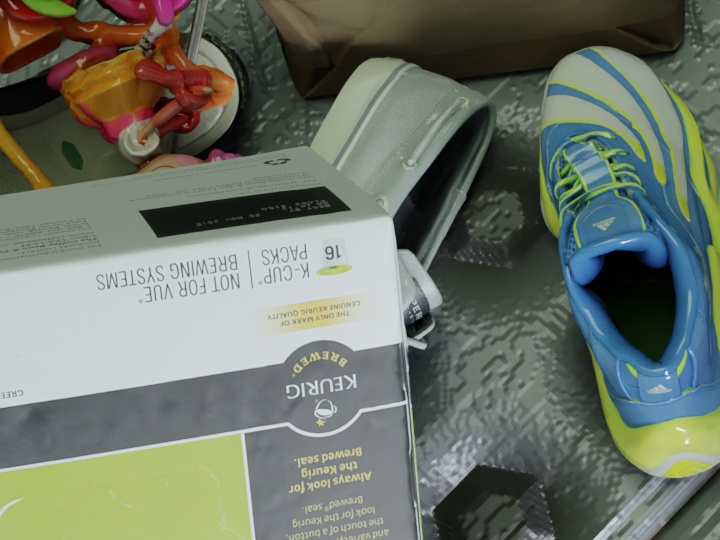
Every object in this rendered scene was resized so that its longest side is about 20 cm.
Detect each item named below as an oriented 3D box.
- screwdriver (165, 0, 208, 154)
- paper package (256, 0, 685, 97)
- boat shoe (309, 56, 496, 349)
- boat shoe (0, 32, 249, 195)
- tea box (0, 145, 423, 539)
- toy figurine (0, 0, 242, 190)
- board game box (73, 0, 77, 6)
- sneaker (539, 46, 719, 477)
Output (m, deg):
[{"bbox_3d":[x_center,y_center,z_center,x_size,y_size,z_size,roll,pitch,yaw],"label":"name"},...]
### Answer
[{"bbox_3d":[-0.089,-0.032,1.024,0.029,0.028,0.201,7,91,-10],"label":"screwdriver"},{"bbox_3d":[0.045,-0.195,1.068,0.189,0.104,0.201,-7,63,13],"label":"paper package"},{"bbox_3d":[0.000,0.000,1.001,0.071,0.070,0.202,14,66,24],"label":"boat shoe"},{"bbox_3d":[-0.143,-0.053,1.077,0.199,0.068,0.072,-21,102,8],"label":"boat shoe"},{"bbox_3d":[-0.089,0.073,0.871,0.199,0.134,0.198,-8,104,-12],"label":"tea box"},{"bbox_3d":[-0.109,-0.051,0.979,0.199,0.150,0.185,-27,89,-13],"label":"toy figurine"},{"bbox_3d":[-0.218,-0.177,1.174,0.199,0.030,0.096,12,67,22],"label":"board game box"},{"bbox_3d":[0.112,-0.023,0.963,0.075,0.105,0.201,-17,62,6],"label":"sneaker"}]
